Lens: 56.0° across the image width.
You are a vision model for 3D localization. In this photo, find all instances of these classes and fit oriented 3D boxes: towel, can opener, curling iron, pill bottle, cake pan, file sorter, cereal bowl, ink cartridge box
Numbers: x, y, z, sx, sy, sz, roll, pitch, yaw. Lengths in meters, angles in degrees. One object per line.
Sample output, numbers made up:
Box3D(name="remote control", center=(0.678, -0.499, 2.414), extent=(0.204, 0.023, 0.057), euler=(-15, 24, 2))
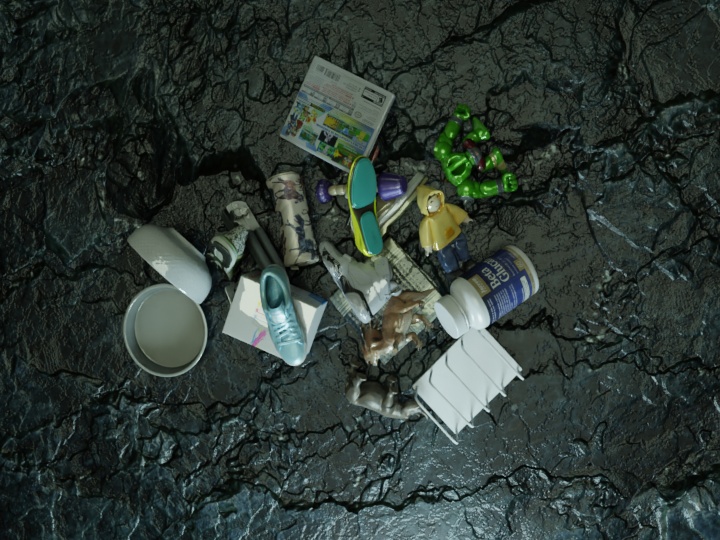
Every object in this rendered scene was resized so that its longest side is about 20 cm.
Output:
Box3D(name="towel", center=(0.061, 0.063, 1.443), extent=(0.200, 0.035, 0.193), euler=(-43, 85, 10))
Box3D(name="can opener", center=(-0.227, -0.064, 1.442), extent=(0.202, 0.052, 0.067), euler=(55, 139, 19))
Box3D(name="curling iron", center=(-0.002, -0.186, 1.431), extent=(0.048, 0.026, 0.206), euler=(16, 97, 15))
Box3D(name="pill bottle", center=(0.247, 0.046, 1.343), extent=(0.197, 0.111, 0.113), euler=(-32, 90, -13))
Box3D(name="cake pan", center=(-0.428, 0.131, 1.501), extent=(0.194, 0.037, 0.207), euler=(1, 95, 7))
Box3D(name="file sorter", center=(0.218, 0.231, 1.384), extent=(0.139, 0.124, 0.200), euler=(45, 98, 3))
Box3D(name="cereal bowl", center=(-0.384, -0.027, 1.411), extent=(0.199, 0.200, 0.084), euler=(42, 82, 3))
Box3D(name="ink cartridge box", center=(-0.188, 0.090, 1.423), extent=(0.196, 0.129, 0.128), euler=(22, 97, 6))

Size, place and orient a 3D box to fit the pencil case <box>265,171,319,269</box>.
Box3D(name="pencil case", center=(-0.143, -0.103, 1.429), extent=(0.076, 0.089, 0.206), euler=(-13, 94, -27))

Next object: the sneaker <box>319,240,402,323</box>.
Box3D(name="sneaker", center=(0.000, 0.000, 1.398), extent=(0.113, 0.075, 0.202), euler=(-33, 65, -3))

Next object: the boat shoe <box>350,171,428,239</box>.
Box3D(name="boat shoe", center=(0.058, -0.133, 1.402), extent=(0.068, 0.075, 0.201), euler=(42, 92, 7))

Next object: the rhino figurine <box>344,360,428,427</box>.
Box3D(name="rhino figurine", center=(0.055, 0.271, 1.437), extent=(0.196, 0.060, 0.089), euler=(23, 121, 4))

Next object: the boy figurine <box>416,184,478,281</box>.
Box3D(name="boy figurine", center=(0.173, -0.086, 1.370), extent=(0.122, 0.064, 0.204), euler=(-29, 110, -12))

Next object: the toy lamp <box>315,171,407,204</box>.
Box3D(name="toy lamp", center=(0.002, -0.167, 1.379), extent=(0.195, 0.058, 0.060), euler=(-3, 94, 31))

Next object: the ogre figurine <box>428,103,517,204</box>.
Box3D(name="ogre figurine", center=(0.218, -0.226, 1.366), extent=(0.118, 0.098, 0.203), euler=(-31, 101, -4))

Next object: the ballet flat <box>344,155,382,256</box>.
Box3D(name="ballet flat", center=(-0.001, -0.126, 1.333), extent=(0.066, 0.067, 0.205), euler=(-21, 115, -27))

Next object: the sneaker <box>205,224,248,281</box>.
Box3D(name="sneaker", center=(-0.264, -0.041, 1.404), extent=(0.089, 0.200, 0.077), euler=(-43, 93, -20))

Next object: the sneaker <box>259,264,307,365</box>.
Box3D(name="sneaker", center=(-0.158, 0.092, 1.313), extent=(0.072, 0.082, 0.205), euler=(-18, 92, 8))

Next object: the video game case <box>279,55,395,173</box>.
Box3D(name="video game case", center=(-0.050, -0.322, 1.416), extent=(0.197, 0.022, 0.186), euler=(28, 97, 13))

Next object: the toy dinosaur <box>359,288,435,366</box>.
Box3D(name="toy dinosaur", center=(0.069, 0.103, 1.391), extent=(0.134, 0.086, 0.203), euler=(22, 80, 43))
